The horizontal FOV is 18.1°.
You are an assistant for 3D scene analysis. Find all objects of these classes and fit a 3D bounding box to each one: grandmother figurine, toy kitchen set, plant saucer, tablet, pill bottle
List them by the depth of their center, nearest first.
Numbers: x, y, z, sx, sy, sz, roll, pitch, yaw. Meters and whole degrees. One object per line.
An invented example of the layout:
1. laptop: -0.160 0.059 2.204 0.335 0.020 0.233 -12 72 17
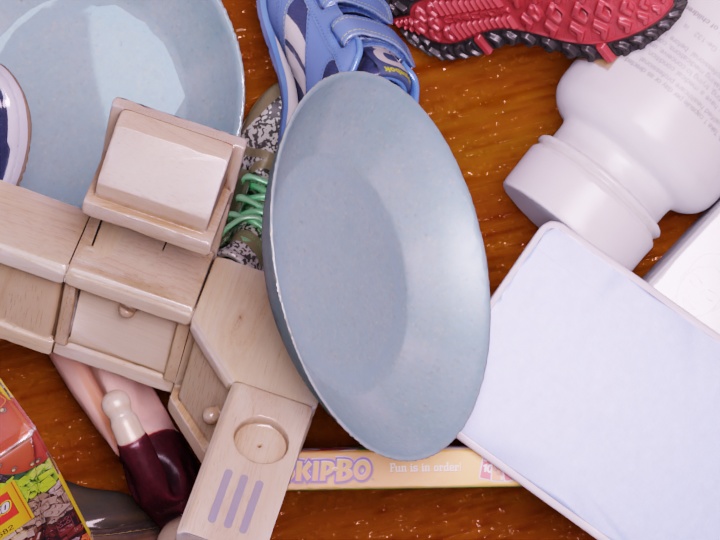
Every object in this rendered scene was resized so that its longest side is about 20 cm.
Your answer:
1. toy kitchen set: -0.117 0.040 1.135 0.199 0.164 0.181 19 48 0
2. plant saucer: 0.000 0.000 1.162 0.039 0.201 0.202 -12 86 33
3. tablet: 0.147 0.080 1.233 0.200 0.014 0.130 35 87 4
4. grandmother figurine: -0.119 0.102 1.271 0.060 0.121 0.201 -34 66 14
5. pill bottle: 0.177 -0.097 1.292 0.114 0.114 0.200 40 86 2
6. plant saucer: -0.163 -0.100 1.311 0.200 0.039 0.202 0 87 5

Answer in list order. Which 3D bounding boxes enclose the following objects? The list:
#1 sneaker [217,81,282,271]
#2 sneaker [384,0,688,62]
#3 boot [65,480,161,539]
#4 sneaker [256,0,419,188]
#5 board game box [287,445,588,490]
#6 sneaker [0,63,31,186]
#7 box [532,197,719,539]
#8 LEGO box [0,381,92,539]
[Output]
1. sneaker: -0.057 -0.016 1.295 0.076 0.089 0.201 17 86 1
2. sneaker: 0.104 -0.177 1.274 0.079 0.199 0.096 54 55 -38
3. boot: -0.208 0.103 1.293 0.199 0.075 0.098 7 89 2
4. sneaker: -0.006 -0.120 1.277 0.074 0.082 0.201 7 65 -39
5. board game box: 0.030 0.113 1.284 0.199 0.096 0.030 2 86 -1
6. sneaker: -0.264 -0.033 1.237 0.070 0.108 0.200 53 125 15
7. box: 0.204 0.050 1.291 0.124 0.097 0.200 44 87 2
8. LEGO box: -0.223 0.075 1.148 0.077 0.149 0.200 -33 55 -13
